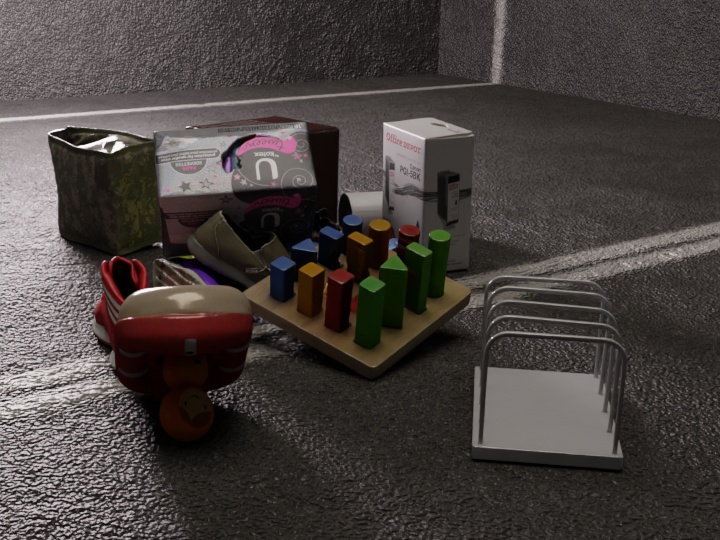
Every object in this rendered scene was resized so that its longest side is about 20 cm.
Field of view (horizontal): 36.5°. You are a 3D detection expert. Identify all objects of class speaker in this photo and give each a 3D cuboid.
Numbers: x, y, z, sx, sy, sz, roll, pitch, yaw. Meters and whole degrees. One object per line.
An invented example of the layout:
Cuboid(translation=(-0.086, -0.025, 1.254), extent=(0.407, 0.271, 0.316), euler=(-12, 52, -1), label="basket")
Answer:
Cuboid(translation=(0.066, -0.087, 1.733), extent=(0.198, 0.082, 0.081), euler=(-4, 18, -17), label="speaker")

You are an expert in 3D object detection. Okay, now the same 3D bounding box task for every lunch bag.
Cuboid(translation=(-0.398, -0.128, 1.671), extent=(0.199, 0.165, 0.117), euler=(16, 27, 38), label="lunch bag")

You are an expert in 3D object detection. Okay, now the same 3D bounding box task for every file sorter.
Cuboid(translation=(0.183, 0.091, 1.075), extent=(0.137, 0.126, 0.200), euler=(4, 16, 6), label="file sorter")

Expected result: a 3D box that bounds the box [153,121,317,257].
Cuboid(translation=(-0.162, -0.104, 1.409), extent=(0.198, 0.133, 0.115), euler=(-6, 56, -10), label="box")

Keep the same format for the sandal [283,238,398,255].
Cuboid(translation=(-0.009, -0.008, 1.426), extent=(0.198, 0.080, 0.088), euler=(11, 54, 5), label="sandal")

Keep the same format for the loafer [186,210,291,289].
Cuboid(translation=(-0.116, -0.007, 1.352), extent=(0.199, 0.070, 0.075), euler=(30, 14, -19), label="loafer")

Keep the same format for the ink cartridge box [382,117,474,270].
Cuboid(translation=(0.095, -0.113, 1.608), extent=(0.082, 0.202, 0.147), euler=(-7, 18, -23), label="ink cartridge box")

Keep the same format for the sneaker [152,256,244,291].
Cuboid(translation=(-0.186, 0.022, 1.364), extent=(0.099, 0.070, 0.200), euler=(-5, 18, -28), label="sneaker")

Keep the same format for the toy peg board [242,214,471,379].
Cuboid(translation=(0.000, 0.000, 1.268), extent=(0.198, 0.099, 0.200), euler=(27, 40, 28), label="toy peg board")

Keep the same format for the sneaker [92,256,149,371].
Cuboid(translation=(-0.264, 0.030, 1.244), extent=(0.078, 0.117, 0.200), euler=(-6, 18, -23), label="sneaker")

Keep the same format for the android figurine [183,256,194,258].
Cuboid(translation=(-0.177, -0.052, 1.559), extent=(0.181, 0.041, 0.200), euler=(-26, 16, 11), label="android figurine")

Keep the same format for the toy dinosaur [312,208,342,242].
Cuboid(translation=(-0.039, -0.021, 1.526), extent=(0.199, 0.103, 0.135), euler=(-4, -12, 40), label="toy dinosaur")

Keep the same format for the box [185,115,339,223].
Cuboid(translation=(-0.160, -0.154, 1.781), extent=(0.199, 0.166, 0.165), euler=(-14, 22, -43), label="box")

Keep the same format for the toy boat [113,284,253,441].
Cuboid(translation=(-0.167, 0.097, 1.037), extent=(0.129, 0.132, 0.200), euler=(-2, -25, -13), label="toy boat")
